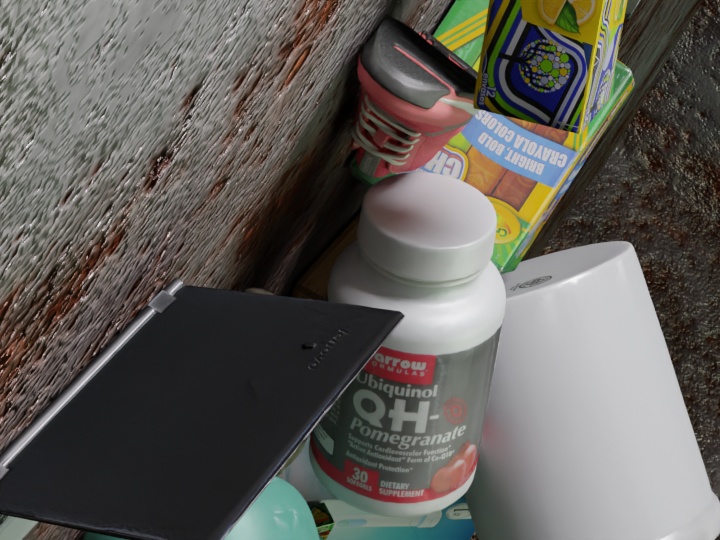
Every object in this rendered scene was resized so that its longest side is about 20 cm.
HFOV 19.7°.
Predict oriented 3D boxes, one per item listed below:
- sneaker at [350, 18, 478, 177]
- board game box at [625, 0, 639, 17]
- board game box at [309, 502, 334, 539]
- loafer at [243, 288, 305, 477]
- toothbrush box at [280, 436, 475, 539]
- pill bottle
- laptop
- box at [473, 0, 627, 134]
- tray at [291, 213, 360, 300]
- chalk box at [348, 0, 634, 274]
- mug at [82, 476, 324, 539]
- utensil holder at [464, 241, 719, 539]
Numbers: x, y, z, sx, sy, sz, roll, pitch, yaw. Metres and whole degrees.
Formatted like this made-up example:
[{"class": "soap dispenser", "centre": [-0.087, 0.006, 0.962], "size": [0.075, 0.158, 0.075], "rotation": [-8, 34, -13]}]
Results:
[{"class": "sneaker", "centre": [0.029, -0.087, 1.194], "size": [0.087, 0.074, 0.200], "rotation": [-53, 173, 9]}, {"class": "board game box", "centre": [0.185, -0.262, 1.351], "size": [0.201, 0.104, 0.024], "rotation": [-58, -144, 29]}, {"class": "board game box", "centre": [-0.117, 0.217, 1.409], "size": [0.199, 0.024, 0.105], "rotation": [-11, 146, -36]}, {"class": "loafer", "centre": [-0.075, 0.085, 1.292], "size": [0.068, 0.075, 0.201], "rotation": [-49, 163, -29]}, {"class": "toothbrush box", "centre": [-0.019, 0.168, 1.526], "size": [0.147, 0.198, 0.086], "rotation": [114, -31, -52]}, {"class": "pill bottle", "centre": [0.030, 0.044, 1.275], "size": [0.111, 0.110, 0.201], "rotation": [-48, 152, -49]}, {"class": "laptop", "centre": [-0.099, 0.101, 0.990], "size": [0.187, 0.116, 0.201], "rotation": [-48, 170, -46]}, {"class": "box", "centre": [0.112, -0.181, 1.091], "size": [0.070, 0.064, 0.202], "rotation": [-44, 145, -61]}, {"class": "tray", "centre": [0.000, 0.000, 1.522], "size": [0.200, 0.037, 0.099], "rotation": [-50, 164, -48]}, {"class": "chalk box", "centre": [0.077, -0.076, 1.363], "size": [0.201, 0.124, 0.124], "rotation": [-58, 173, 5]}, {"class": "mug", "centre": [-0.096, 0.188, 1.289], "size": [0.151, 0.115, 0.185], "rotation": [-15, 168, 3]}, {"class": "utensil holder", "centre": [0.139, 0.099, 1.397], "size": [0.169, 0.202, 0.170], "rotation": [-17, -174, 2]}]
